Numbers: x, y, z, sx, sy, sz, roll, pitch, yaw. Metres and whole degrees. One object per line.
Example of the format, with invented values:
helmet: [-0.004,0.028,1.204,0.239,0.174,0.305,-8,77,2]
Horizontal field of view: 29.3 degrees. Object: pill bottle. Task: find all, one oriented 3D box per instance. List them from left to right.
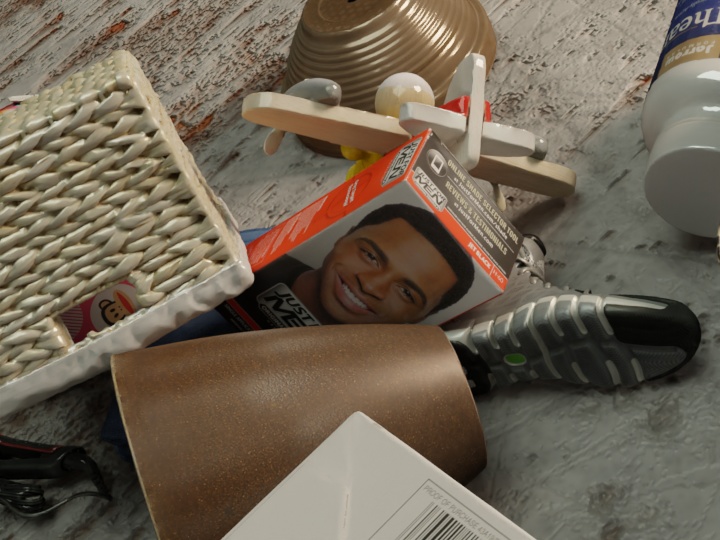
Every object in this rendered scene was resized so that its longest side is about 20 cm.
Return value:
pill bottle: [0.255,-0.124,0.943,0.110,0.112,0.201,0,48,31]

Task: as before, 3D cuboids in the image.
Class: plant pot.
plant pot: [-0.030,0.109,0.843,0.197,0.189,0.188,-19,39,-7]
plant pot: [0.010,-0.201,1.188,0.198,0.093,0.202,-18,40,15]

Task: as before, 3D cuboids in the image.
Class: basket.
basket: [-0.197,-0.035,0.936,0.196,0.162,0.200,-27,16,-2]

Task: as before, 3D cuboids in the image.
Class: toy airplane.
toy airplane: [0.038,-0.089,0.970,0.197,0.200,0.143,-15,54,16]

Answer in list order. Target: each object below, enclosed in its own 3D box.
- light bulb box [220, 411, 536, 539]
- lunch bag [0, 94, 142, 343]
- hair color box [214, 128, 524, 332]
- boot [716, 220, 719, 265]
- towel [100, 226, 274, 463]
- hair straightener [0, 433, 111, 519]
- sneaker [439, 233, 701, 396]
light bulb box: [0.046,0.210,0.654,0.125,0.201,0.198,-41,41,-16]
lunch bag: [-0.244,-0.028,1.073,0.175,0.201,0.082,-35,25,-7]
hair color box: [0.000,0.000,0.919,0.199,0.102,0.062,-31,20,39]
boot: [0.266,-0.013,0.789,0.073,0.151,0.201,9,55,40]
towel: [-0.114,0.054,1.031,0.110,0.049,0.202,-6,45,27]
hair straightener: [-0.270,0.161,1.030,0.198,0.041,0.077,6,51,30]
sneaker: [0.128,0.015,0.908,0.197,0.075,0.116,-7,42,27]
